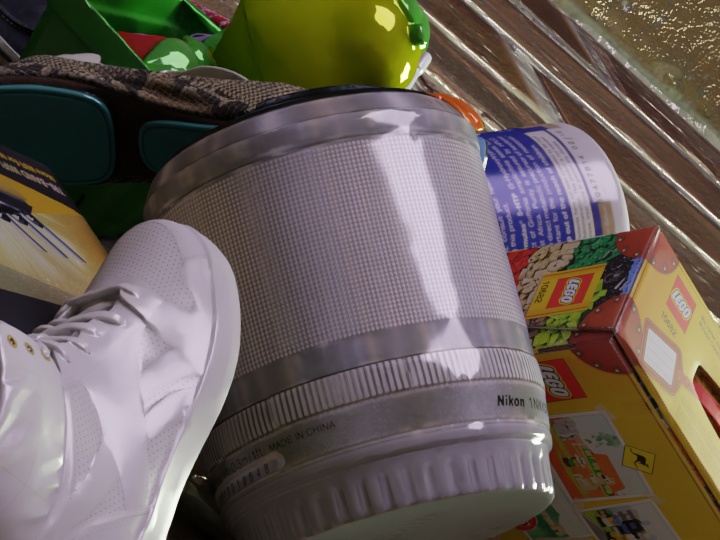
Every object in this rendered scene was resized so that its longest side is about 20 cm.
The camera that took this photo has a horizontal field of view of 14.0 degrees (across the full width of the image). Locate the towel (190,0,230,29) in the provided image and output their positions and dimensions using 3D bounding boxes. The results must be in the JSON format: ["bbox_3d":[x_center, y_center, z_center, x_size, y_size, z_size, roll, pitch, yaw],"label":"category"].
[{"bbox_3d":[-0.035,-0.120,1.829,0.200,0.023,0.145,31,4,41],"label":"towel"}]

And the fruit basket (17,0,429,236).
[{"bbox_3d":[-0.071,-0.110,1.591,0.156,0.216,0.216,48,13,12],"label":"fruit basket"}]

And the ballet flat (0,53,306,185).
[{"bbox_3d":[-0.112,-0.077,1.463,0.199,0.068,0.075,6,38,7],"label":"ballet flat"}]

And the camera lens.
[{"bbox_3d":[-0.006,0.027,1.340,0.160,0.160,0.200,19,54,-63],"label":"camera lens"}]

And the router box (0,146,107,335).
[{"bbox_3d":[-0.170,0.000,1.235,0.157,0.052,0.200,54,15,30],"label":"router box"}]

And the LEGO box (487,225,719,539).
[{"bbox_3d":[0.119,0.085,1.462,0.200,0.149,0.077,57,42,-30],"label":"LEGO box"}]

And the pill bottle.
[{"bbox_3d":[0.041,-0.014,1.663,0.200,0.120,0.120,-9,46,-30],"label":"pill bottle"}]

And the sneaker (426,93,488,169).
[{"bbox_3d":[0.000,0.000,1.532,0.075,0.201,0.078,15,3,38],"label":"sneaker"}]

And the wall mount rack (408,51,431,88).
[{"bbox_3d":[0.059,-0.052,1.967,0.200,0.074,0.174,65,-3,-29],"label":"wall mount rack"}]

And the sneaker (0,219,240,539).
[{"bbox_3d":[-0.113,0.034,1.114,0.116,0.074,0.200,49,38,-35],"label":"sneaker"}]

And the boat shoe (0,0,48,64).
[{"bbox_3d":[-0.176,-0.147,1.688,0.075,0.062,0.200,53,16,24],"label":"boat shoe"}]
